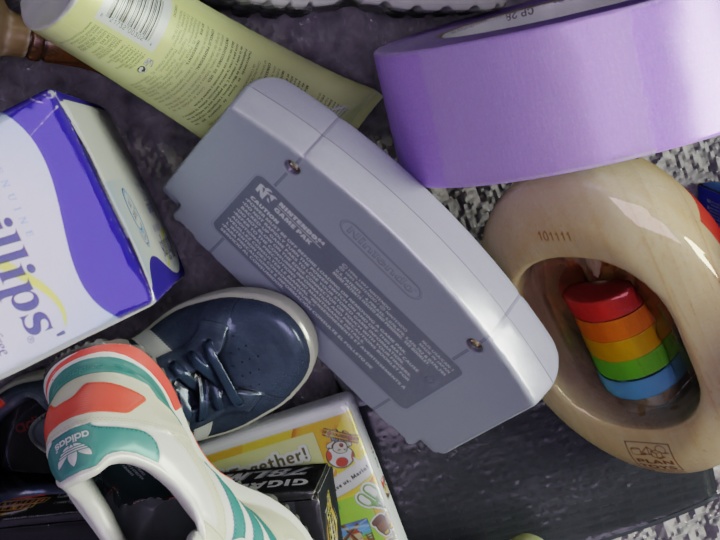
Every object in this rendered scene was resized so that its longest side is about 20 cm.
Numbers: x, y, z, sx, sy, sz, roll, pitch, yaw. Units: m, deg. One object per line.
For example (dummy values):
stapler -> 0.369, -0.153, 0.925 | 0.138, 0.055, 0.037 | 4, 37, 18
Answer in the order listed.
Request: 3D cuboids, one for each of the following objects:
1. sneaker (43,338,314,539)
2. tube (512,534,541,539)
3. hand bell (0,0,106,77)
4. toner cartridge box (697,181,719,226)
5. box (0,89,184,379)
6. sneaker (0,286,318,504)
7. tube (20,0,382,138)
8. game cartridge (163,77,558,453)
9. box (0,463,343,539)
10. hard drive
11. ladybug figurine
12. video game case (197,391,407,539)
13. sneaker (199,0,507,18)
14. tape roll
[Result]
sneaker -> -0.079, 0.127, 0.736 | 0.070, 0.094, 0.200 | -27, 120, 13
tube -> 0.018, 0.197, 0.799 | 0.199, 0.052, 0.058 | -27, 80, -28
hand bell -> -0.156, -0.117, 0.818 | 0.198, 0.104, 0.105 | 9, 100, -20
toner cartridge box -> 0.216, 0.014, 0.800 | 0.043, 0.200, 0.096 | -3, 101, -5
box -> -0.197, 0.005, 0.771 | 0.199, 0.184, 0.106 | -25, 94, -1
sneaker -> -0.114, 0.073, 0.814 | 0.199, 0.085, 0.075 | -24, 104, 21
tube -> -0.076, -0.097, 0.799 | 0.199, 0.058, 0.052 | 27, 56, -42
game cartridge -> 0.000, 0.000, 0.784 | 0.200, 0.133, 0.041 | 44, 61, -5
box -> -0.100, 0.209, 0.854 | 0.197, 0.050, 0.202 | -6, 103, 8
hard drive -> 0.094, 0.094, 0.885 | 0.198, 0.042, 0.136 | -12, 101, -2
ladybug figurine -> 0.135, 0.018, 0.796 | 0.135, 0.072, 0.201 | 1, 132, 34
video game case -> -0.066, 0.178, 0.876 | 0.199, 0.023, 0.183 | -18, 102, 13
sneaker -> -0.023, -0.171, 0.820 | 0.198, 0.075, 0.083 | -1, 94, -16
tape roll -> 0.109, -0.097, 0.771 | 0.198, 0.200, 0.066 | -14, 102, -2
